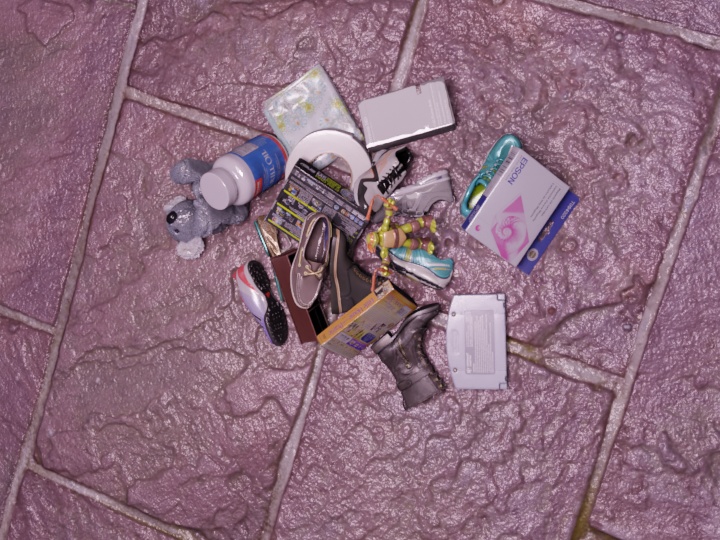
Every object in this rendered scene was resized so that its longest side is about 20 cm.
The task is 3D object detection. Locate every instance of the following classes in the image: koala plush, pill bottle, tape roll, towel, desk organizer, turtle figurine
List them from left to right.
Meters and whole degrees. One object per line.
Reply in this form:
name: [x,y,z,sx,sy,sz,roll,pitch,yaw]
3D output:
koala plush: [-0.367,-0.128,1.721,0.199,0.182,0.180,-35,74,32]
pill bottle: [-0.251,-0.210,1.643,0.110,0.200,0.114,20,129,26]
desk organizer: [-0.120,0.052,1.662,0.076,0.071,0.204,-10,101,56]
towel: [-0.108,-0.332,1.697,0.169,0.048,0.203,-32,85,12]
tape roll: [-0.067,-0.208,1.664,0.197,0.037,0.208,1,108,4]
turtle figurine: [0.075,-0.060,1.578,0.157,0.064,0.205,-5,105,-19]

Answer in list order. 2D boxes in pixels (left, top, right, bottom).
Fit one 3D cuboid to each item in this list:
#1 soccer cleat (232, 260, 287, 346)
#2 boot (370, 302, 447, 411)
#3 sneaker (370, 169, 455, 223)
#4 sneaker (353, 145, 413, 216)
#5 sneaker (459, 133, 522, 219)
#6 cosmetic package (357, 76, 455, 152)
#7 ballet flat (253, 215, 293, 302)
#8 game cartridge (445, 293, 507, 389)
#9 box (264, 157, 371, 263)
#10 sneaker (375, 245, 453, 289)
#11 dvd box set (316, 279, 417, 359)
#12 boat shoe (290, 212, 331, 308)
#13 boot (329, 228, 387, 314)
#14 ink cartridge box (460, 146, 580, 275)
soccer cleat: [-0.228,0.080,1.731,0.072,0.068,0.204,-24,90,35]
boot: [0.133,0.187,1.650,0.199,0.069,0.176,-38,87,16]
sneaker: [0.111,-0.142,1.637,0.197,0.075,0.084,-25,88,14]
sneaker: [0.048,-0.195,1.592,0.079,0.202,0.074,-14,128,41]
sneaker: [0.275,-0.192,1.590,0.077,0.080,0.203,32,97,9]
cosmetic package: [0.099,-0.332,1.631,0.195,0.090,0.110,-15,90,9]
ballet flat: [-0.180,-0.032,1.712,0.064,0.070,0.205,-19,91,-10]
game cartridge: [0.249,0.152,1.633,0.130,0.041,0.206,-1,91,17]
box: [-0.089,-0.122,1.642,0.198,0.045,0.161,32,124,-4]
sneaker: [0.109,-0.030,1.652,0.197,0.078,0.081,26,78,5]
dvd box set: [0.016,0.109,1.629,0.199,0.146,0.030,-39,61,11]
boat shoe: [-0.101,-0.020,1.585,0.070,0.059,0.205,11,90,-18]
boot: [0.000,0.000,1.636,0.134,0.078,0.204,-2,127,-1]
ink cartridge box: [0.336,-0.115,1.558,0.198,0.043,0.199,31,98,-18]
